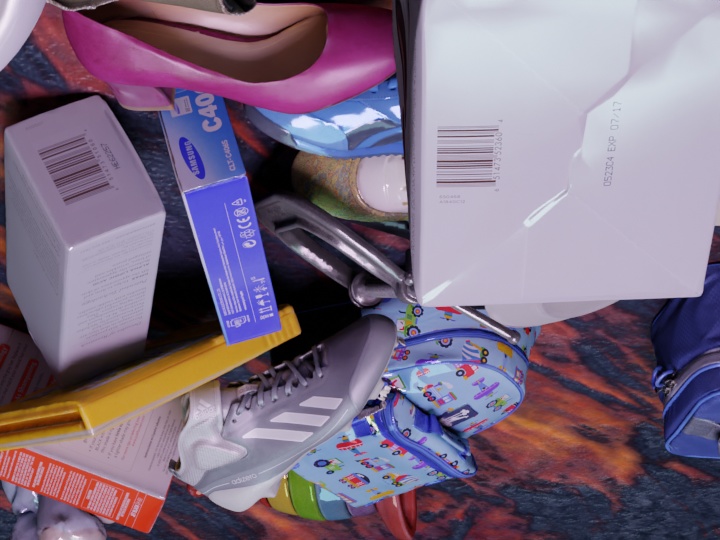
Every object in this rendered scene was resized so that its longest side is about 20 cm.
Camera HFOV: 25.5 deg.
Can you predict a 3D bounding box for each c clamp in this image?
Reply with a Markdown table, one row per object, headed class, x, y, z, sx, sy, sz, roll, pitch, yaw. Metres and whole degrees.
| class | x | y | z | sx | sy | sz | roll | pitch | yaw |
| --- | --- | --- | --- | --- | --- | --- | --- | --- | --- |
| c clamp | 0.000 | 0.000 | 1.073 | 0.170 | 0.027 | 0.200 | 35 | 172 | -16 |

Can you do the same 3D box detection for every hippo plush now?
| class | x | y | z | sx | sy | sz | roll | pitch | yaw |
| --- | --- | --- | --- | --- | --- | --- | --- | --- | --- |
| hippo plush | -0.276 | 0.157 | 1.329 | 0.161 | 0.201 | 0.159 | 39 | 151 | -14 |

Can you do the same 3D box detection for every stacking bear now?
| class | x | y | z | sx | sy | sz | roll | pitch | yaw |
| --- | --- | --- | --- | --- | --- | --- | --- | --- | --- |
| stacking bear | -0.055 | 0.170 | 1.416 | 0.199 | 0.122 | 0.114 | -2 | 154 | 13 |

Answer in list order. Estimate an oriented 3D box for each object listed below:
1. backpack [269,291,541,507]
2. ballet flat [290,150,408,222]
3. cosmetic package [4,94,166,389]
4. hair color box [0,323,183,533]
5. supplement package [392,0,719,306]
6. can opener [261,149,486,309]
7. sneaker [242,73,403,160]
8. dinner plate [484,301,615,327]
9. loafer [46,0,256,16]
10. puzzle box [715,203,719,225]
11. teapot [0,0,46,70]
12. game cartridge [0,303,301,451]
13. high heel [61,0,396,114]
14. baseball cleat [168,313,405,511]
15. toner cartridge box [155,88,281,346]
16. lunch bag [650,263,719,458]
| class | x | y | z | sx | sy | sz | roll | pitch | yaw |
| --- | --- | --- | --- | --- | --- | --- | --- | --- | --- |
| backpack | 0.045 | 0.087 | 1.250 | 0.199 | 0.135 | 0.183 | -17 | 148 | 19 |
| ballet flat | 0.056 | -0.062 | 1.049 | 0.199 | 0.071 | 0.071 | 3 | 150 | -17 |
| cosmetic package | -0.188 | -0.014 | 1.070 | 0.074 | 0.102 | 0.200 | -22 | 158 | -21 |
| hair color box | -0.239 | 0.119 | 1.253 | 0.199 | 0.102 | 0.061 | 22 | 139 | -6 |
| supplement package | 0.092 | -0.120 | 0.782 | 0.146 | 0.201 | 0.192 | -1 | 133 | -1 |
| can opener | 0.027 | -0.040 | 1.102 | 0.199 | 0.079 | 0.063 | 24 | 150 | -24 |
| sneaker | 0.029 | -0.110 | 0.987 | 0.199 | 0.066 | 0.079 | 7 | 131 | -13 |
| dinner plate | 0.178 | -0.014 | 1.119 | 0.199 | 0.024 | 0.200 | -24 | 155 | -12 |
| loafer | -0.087 | -0.171 | 0.840 | 0.199 | 0.070 | 0.075 | -13 | 163 | 17 |
| puzzle box | 0.154 | -0.092 | 0.975 | 0.199 | 0.025 | 0.134 | 1 | 120 | -17 |
| teapot | -0.240 | -0.174 | 0.770 | 0.199 | 0.146 | 0.198 | 30 | 110 | -19 |
| game cartridge | -0.161 | 0.076 | 1.170 | 0.199 | 0.033 | 0.176 | -27 | -172 | -38 |
| high heel | -0.070 | -0.136 | 0.917 | 0.199 | 0.068 | 0.096 | -10 | 152 | 11 |
| baseball cleat | -0.062 | 0.094 | 1.139 | 0.106 | 0.070 | 0.200 | 32 | 111 | -24 |
| toner cartridge box | -0.093 | -0.040 | 1.048 | 0.043 | 0.095 | 0.200 | -17 | 150 | -5 |
| lunch bag | 0.326 | 0.084 | 1.269 | 0.199 | 0.133 | 0.136 | 2 | 150 | -10 |
